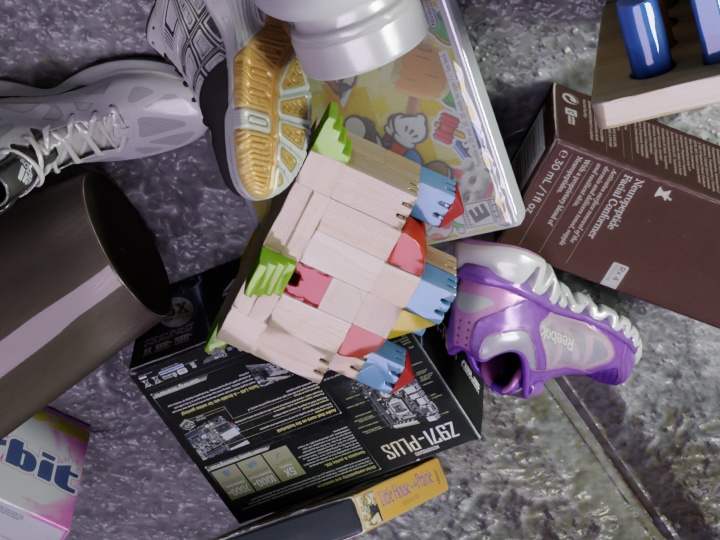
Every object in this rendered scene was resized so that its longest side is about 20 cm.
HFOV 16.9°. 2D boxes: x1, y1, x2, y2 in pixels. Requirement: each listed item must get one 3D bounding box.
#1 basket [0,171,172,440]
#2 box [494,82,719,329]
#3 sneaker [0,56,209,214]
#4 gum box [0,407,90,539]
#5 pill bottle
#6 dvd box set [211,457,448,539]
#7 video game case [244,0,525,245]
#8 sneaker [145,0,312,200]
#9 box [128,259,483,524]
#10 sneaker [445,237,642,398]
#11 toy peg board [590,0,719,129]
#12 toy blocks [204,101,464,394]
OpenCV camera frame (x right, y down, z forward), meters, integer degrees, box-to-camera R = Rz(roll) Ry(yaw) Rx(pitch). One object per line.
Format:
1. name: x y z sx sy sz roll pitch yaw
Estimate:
1. basket: -0.242 0.028 1.659 0.200 0.181 0.136 -27 153 14
2. box: 0.198 -0.038 1.624 0.199 0.075 0.100 18 127 -12
3. sneaker: -0.196 -0.076 1.592 0.200 0.116 0.076 -5 127 7
4. gum box: -0.305 0.130 1.760 0.200 0.114 0.066 27 125 -17
5. pill bottle: -0.030 -0.221 1.450 0.112 0.112 0.200 -15 113 15
6. dvd box set: -0.033 0.181 1.743 0.146 0.200 0.029 -21 87 20
7. video game case: -0.007 -0.104 1.573 0.181 0.023 0.200 -12 112 22
8. sneaker: -0.088 -0.134 1.516 0.087 0.201 0.076 -16 161 29
9. box: -0.036 0.069 1.712 0.200 0.086 0.164 -22 123 20
10. sneaker: 0.118 0.049 1.648 0.080 0.089 0.200 8 165 39
11. toy peg board: 0.230 -0.182 1.443 0.199 0.199 0.098 -13 110 13
12. toy blocks: 0.000 0.000 1.565 0.136 0.100 0.200 24 116 -9
